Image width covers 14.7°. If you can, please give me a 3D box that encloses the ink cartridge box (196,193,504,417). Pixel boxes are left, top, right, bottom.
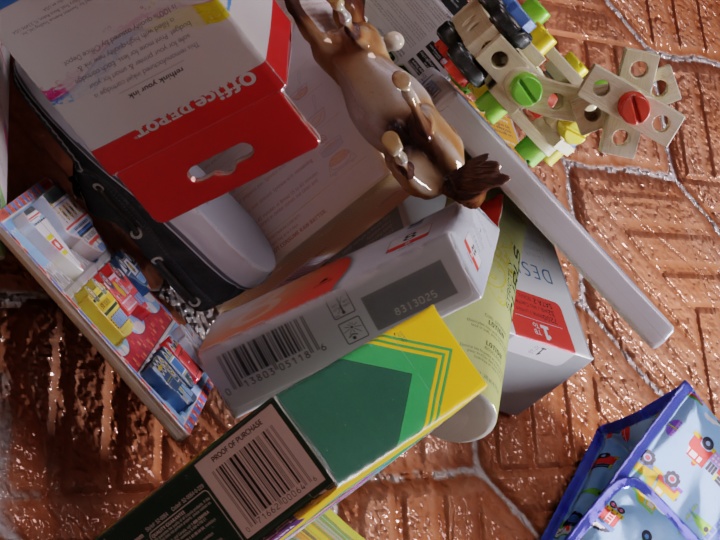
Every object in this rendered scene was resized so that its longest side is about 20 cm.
[{"bbox_3d":[0.000,0.000,1.598,0.050,0.162,0.200,60,14,-15],"label":"ink cartridge box"}]

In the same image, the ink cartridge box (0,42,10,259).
[{"bbox_3d":[-0.233,-0.112,1.492,0.117,0.067,0.201,78,5,-47],"label":"ink cartridge box"}]

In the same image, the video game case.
[{"bbox_3d":[0.111,-0.043,1.745,0.200,0.022,0.182,46,4,-8],"label":"video game case"}]

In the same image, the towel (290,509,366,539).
[{"bbox_3d":[-0.028,0.208,1.534,0.086,0.018,0.200,41,33,-8],"label":"towel"}]

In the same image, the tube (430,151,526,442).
[{"bbox_3d":[0.068,0.013,1.686,0.052,0.058,0.201,8,45,3],"label":"tube"}]

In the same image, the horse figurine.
[{"bbox_3d":[0.015,-0.097,1.541,0.200,0.050,0.133,53,2,25],"label":"horse figurine"}]

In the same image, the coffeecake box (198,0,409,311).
[{"bbox_3d":[-0.065,-0.103,1.669,0.073,0.153,0.200,-13,69,-57],"label":"coffeecake box"}]

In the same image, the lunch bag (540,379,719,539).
[{"bbox_3d":[0.191,0.196,1.788,0.151,0.094,0.200,48,43,-8],"label":"lunch bag"}]

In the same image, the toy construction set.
[{"bbox_3d":[0.111,-0.109,1.659,0.131,0.092,0.200,47,-7,-15],"label":"toy construction set"}]

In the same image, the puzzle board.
[{"bbox_3d":[-0.133,0.015,1.513,0.151,0.017,0.200,50,6,-5],"label":"puzzle board"}]

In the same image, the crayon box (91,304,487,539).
[{"bbox_3d":[-0.052,0.112,1.419,0.058,0.200,0.172,54,31,4],"label":"crayon box"}]

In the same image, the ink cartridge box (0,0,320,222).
[{"bbox_3d":[-0.116,-0.132,1.485,0.200,0.116,0.067,53,24,-31],"label":"ink cartridge box"}]

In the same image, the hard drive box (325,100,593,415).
[{"bbox_3d":[0.050,-0.021,1.813,0.156,0.077,0.201,18,45,-43],"label":"hard drive box"}]

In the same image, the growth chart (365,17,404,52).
[{"bbox_3d":[-0.066,-0.181,1.783,0.200,0.145,0.018,33,68,-26],"label":"growth chart"}]

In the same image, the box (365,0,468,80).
[{"bbox_3d":[-0.014,-0.197,1.878,0.200,0.110,0.035,50,31,-5],"label":"box"}]

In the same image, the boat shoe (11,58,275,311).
[{"bbox_3d":[-0.133,-0.051,1.587,0.200,0.057,0.069,45,24,-21],"label":"boat shoe"}]
